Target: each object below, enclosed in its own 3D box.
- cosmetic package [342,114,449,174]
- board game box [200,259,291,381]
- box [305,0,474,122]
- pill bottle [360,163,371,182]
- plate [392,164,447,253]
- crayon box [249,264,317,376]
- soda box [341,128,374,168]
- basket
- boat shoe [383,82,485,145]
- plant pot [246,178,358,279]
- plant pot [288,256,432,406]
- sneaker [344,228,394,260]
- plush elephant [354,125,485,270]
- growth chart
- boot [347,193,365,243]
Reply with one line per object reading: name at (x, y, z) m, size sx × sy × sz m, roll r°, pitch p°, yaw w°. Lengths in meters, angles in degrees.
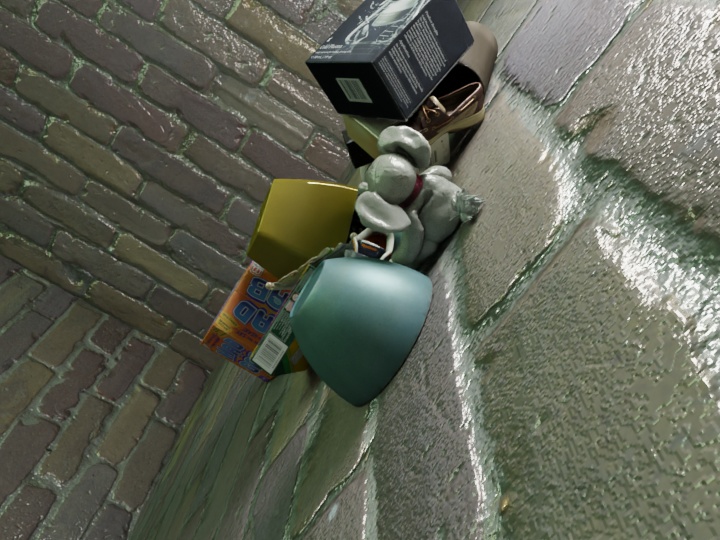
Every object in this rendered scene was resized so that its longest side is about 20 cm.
cosmetic package at (0.063, -0.250, 1.098) m, size 0.105 × 0.200 × 0.071 m, roll -31°, pitch -38°, yaw -13°
board game box at (-0.250, 0.129, 1.498) m, size 0.200 × 0.200 × 0.200 m, roll -64°, pitch 12°, yaw -28°
box at (0.048, -0.372, 1.023) m, size 0.197 × 0.124 × 0.200 m, roll -49°, pitch 39°, yaw -15°
pill bottle at (0.058, -0.242, 1.379) m, size 0.112 × 0.112 × 0.200 m, roll -52°, pitch 11°, yaw 29°
plate at (0.092, -0.115, 1.102) m, size 0.200 × 0.026 × 0.200 m, roll -55°, pitch 12°, yaw 18°
crayon box at (-0.098, 0.095, 1.111) m, size 0.200 × 0.058 × 0.173 m, roll -57°, pitch -17°, yaw 4°
soda box at (0.065, -0.293, 1.279) m, size 0.199 × 0.071 × 0.063 m, roll -20°, pitch 41°, yaw 2°
basket at (0.184, -0.379, 1.150) m, size 0.180 × 0.136 × 0.200 m, roll -27°, pitch 27°, yaw 48°
boat shoe at (0.120, -0.262, 1.002) m, size 0.072 × 0.199 × 0.072 m, roll 79°, pitch 166°, yaw -50°
plant pot at (-0.135, -0.083, 1.285) m, size 0.200 × 0.176 × 0.201 m, roll 137°, pitch 148°, yaw -62°
plant pot at (-0.016, 0.060, 0.802) m, size 0.200 × 0.135 × 0.200 m, roll -55°, pitch 12°, yaw 17°
sneaker at (0.000, 0.000, 1.006) m, size 0.079 × 0.078 × 0.200 m, roll 106°, pitch -175°, yaw -61°
plush elephant at (0.062, -0.102, 0.841) m, size 0.165 × 0.155 × 0.200 m, roll -62°, pitch 11°, yaw -18°
growth chart at (-0.071, -0.012, 1.102) m, size 0.200 × 0.018 × 0.145 m, roll -30°, pitch -12°, yaw 8°
boot at (-0.020, -0.080, 1.354) m, size 0.204 × 0.073 × 0.154 m, roll 109°, pitch -174°, yaw -68°
